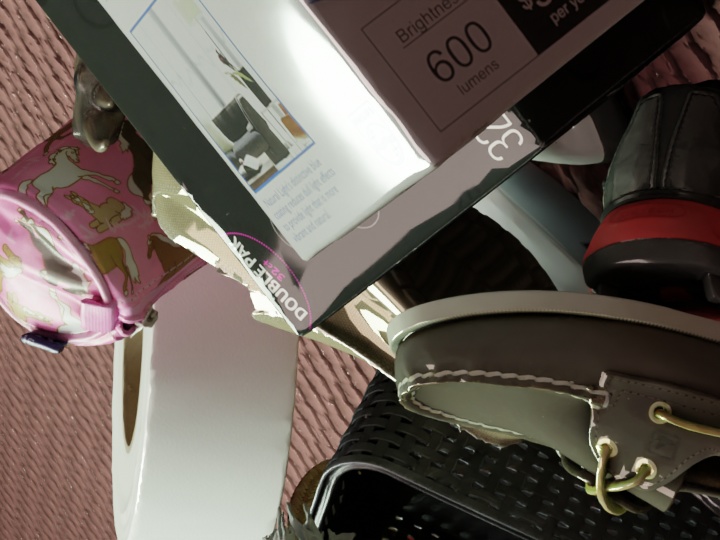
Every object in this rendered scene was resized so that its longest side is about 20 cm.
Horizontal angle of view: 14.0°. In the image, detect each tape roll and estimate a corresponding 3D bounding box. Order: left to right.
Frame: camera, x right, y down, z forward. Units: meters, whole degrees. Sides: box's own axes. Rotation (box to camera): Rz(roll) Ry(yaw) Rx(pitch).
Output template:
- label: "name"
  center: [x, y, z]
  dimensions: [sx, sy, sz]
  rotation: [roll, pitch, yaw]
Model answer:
- label: "tape roll"
  center: [-0.078, 0.038, 1.426]
  dimensions: [0.202, 0.071, 0.203]
  rotation: [-177, 90, -81]

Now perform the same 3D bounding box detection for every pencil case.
- label: "pencil case"
  center: [-0.075, -0.044, 1.259]
  dimensions: [0.083, 0.200, 0.087]
  rotation: [0, 120, 43]

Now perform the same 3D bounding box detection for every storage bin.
- label: "storage bin"
  center: [0.080, 0.121, 1.216]
  dimensions: [0.200, 0.094, 0.135]
  rotation: [25, 138, 5]

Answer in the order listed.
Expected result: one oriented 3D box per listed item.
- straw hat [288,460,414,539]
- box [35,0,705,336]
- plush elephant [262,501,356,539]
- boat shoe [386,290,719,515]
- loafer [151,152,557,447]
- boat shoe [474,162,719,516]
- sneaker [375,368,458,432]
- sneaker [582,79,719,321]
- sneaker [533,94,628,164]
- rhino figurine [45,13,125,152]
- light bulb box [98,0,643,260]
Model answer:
- label: "straw hat"
  center: [0.067, 0.145, 1.406]
  dimensions: [0.201, 0.201, 0.085]
  rotation: [48, 119, 9]
- label: "box"
  center: [-0.010, -0.111, 1.034]
  dimensions: [0.200, 0.124, 0.149]
  rotation: [51, 133, 0]
- label: "plush elephant"
  center: [0.033, 0.196, 1.141]
  dimensions: [0.155, 0.200, 0.165]
  rotation: [13, 143, -18]
- label: "boat shoe"
  center: [0.106, 0.051, 0.968]
  dimensions: [0.201, 0.060, 0.072]
  rotation: [8, 161, -4]
- label: "loafer"
  center: [0.000, 0.000, 1.127]
  dimensions: [0.200, 0.076, 0.068]
  rotation: [41, 133, 6]
- label: "boat shoe"
  center: [0.093, 0.038, 1.155]
  dimensions: [0.200, 0.070, 0.066]
  rotation: [47, 117, 27]
- label: "sneaker"
  center: [0.043, 0.022, 1.266]
  dimensions: [0.075, 0.090, 0.200]
  rotation: [29, 151, 47]
- label: "sneaker"
  center: [0.138, -0.004, 1.039]
  dimensions: [0.071, 0.098, 0.200]
  rotation: [-4, 157, 26]
- label: "sneaker"
  center: [0.008, -0.065, 1.166]
  dimensions: [0.201, 0.108, 0.067]
  rotation: [32, 153, 43]
- label: "rhino figurine"
  center: [-0.095, -0.127, 1.206]
  dimensions: [0.060, 0.200, 0.087]
  rotation: [18, 140, -14]
- label: "light bulb box"
  center: [0.009, -0.147, 0.886]
  dimensions: [0.200, 0.198, 0.125]
  rotation: [51, 157, -2]
